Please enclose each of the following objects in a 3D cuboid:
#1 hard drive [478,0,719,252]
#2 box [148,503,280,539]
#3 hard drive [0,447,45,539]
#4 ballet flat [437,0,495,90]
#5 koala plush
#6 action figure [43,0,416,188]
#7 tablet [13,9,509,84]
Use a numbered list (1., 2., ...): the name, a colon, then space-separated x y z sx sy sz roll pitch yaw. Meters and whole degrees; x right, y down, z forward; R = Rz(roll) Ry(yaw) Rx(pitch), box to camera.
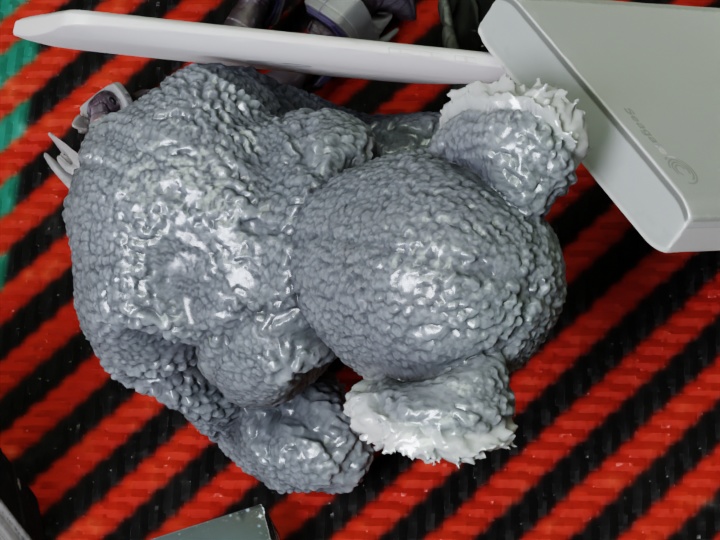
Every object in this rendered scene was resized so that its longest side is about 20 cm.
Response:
1. hard drive: 0.155 -0.063 1.113 0.132 0.199 0.026 53 124 28
2. box: -0.114 0.194 1.104 0.199 0.038 0.137 -18 61 2
3. hard drive: -0.221 0.092 1.086 0.139 0.200 0.038 -16 63 1
4. ballet flat: 0.061 -0.148 1.236 0.066 0.057 0.201 -13 61 3
5. koala plush: 0.000 0.000 1.054 0.199 0.183 0.178 11 78 46
6. action figure: -0.061 -0.072 1.219 0.130 0.069 0.200 34 77 17
7. tablet: -0.039 -0.093 1.119 0.199 0.130 0.014 4 92 -17
